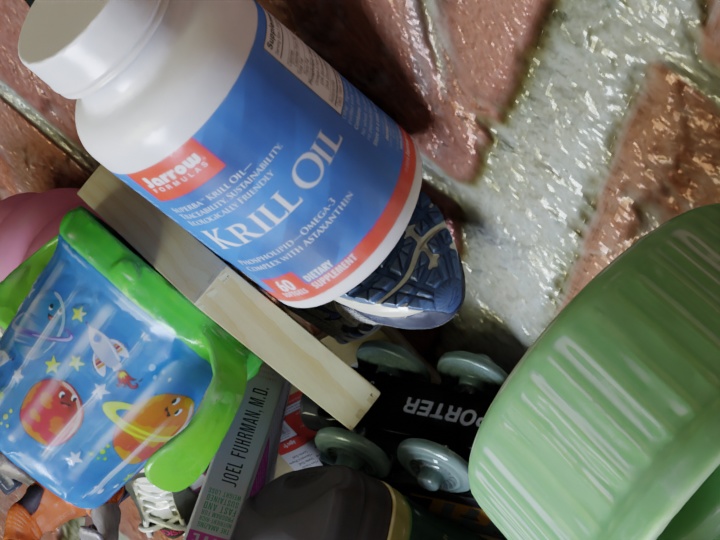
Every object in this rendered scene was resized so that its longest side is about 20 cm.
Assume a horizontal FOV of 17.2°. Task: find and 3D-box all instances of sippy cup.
[{"bbox_3d":[-0.145,0.056,1.317,0.139,0.131,0.178,40,179,-9],"label":"sippy cup"}]

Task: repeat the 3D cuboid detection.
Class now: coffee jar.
[{"bbox_3d":[0.028,0.178,1.308,0.199,0.086,0.104,30,154,-31],"label":"coffee jar"}]

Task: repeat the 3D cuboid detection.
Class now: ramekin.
[{"bbox_3d":[0.141,0.066,1.053,0.098,0.200,0.200,44,153,22],"label":"ramekin"}]

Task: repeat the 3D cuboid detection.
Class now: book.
[{"bbox_3d":[-0.080,0.154,1.374,0.048,0.201,0.134,16,137,3],"label":"book"}]

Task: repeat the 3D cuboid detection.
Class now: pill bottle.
[{"bbox_3d":[-0.072,-0.077,1.187,0.200,0.113,0.112,38,160,-30],"label":"pill bottle"}]

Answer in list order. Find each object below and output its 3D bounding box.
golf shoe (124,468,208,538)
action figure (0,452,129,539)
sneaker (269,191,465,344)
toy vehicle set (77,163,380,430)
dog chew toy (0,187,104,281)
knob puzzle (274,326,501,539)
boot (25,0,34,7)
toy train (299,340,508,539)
[{"bbox_3d":[-0.121,0.129,1.536,0.077,0.089,0.200,0,168,19],"label":"golf shoe"},{"bbox_3d":[-0.203,0.154,1.649,0.105,0.194,0.200,44,127,-16],"label":"action figure"},{"bbox_3d":[0.000,0.000,1.309,0.200,0.077,0.085,22,154,52],"label":"sneaker"},{"bbox_3d":[-0.076,0.011,1.320,0.124,0.027,0.200,41,178,-30],"label":"toy vehicle set"},{"bbox_3d":[-0.181,0.004,1.513,0.200,0.124,0.125,24,146,51],"label":"dog chew toy"},{"bbox_3d":[0.023,0.117,1.445,0.218,0.031,0.221,19,136,19],"label":"knob puzzle"},{"bbox_3d":[-0.104,-0.115,1.289,0.163,0.073,0.198,53,159,-7],"label":"boot"},{"bbox_3d":[0.063,0.102,1.316,0.199,0.086,0.114,9,149,30],"label":"toy train"}]
